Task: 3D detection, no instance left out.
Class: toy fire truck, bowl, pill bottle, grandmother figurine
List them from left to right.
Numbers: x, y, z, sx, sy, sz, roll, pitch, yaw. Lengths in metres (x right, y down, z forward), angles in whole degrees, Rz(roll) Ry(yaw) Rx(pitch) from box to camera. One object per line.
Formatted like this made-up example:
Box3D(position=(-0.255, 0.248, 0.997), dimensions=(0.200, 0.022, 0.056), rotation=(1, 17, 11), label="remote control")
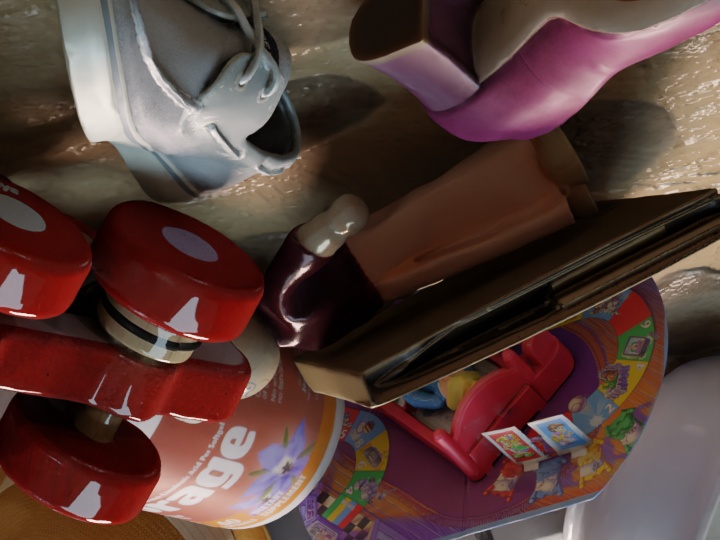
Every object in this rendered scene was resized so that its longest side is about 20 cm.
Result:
Box3D(position=(-0.143, 0.003, 1.031), dimensions=(0.200, 0.168, 0.112), rotation=(10, 117, -44), label="toy fire truck")
Box3D(position=(-0.105, 0.049, 1.209), dimensions=(0.112, 0.112, 0.200), rotation=(-21, 157, 30), label="pill bottle")
Box3D(position=(0.000, 0.000, 1.123), dimensions=(0.200, 0.061, 0.121), rotation=(-31, 150, 1), label="grandmother figurine")
Box3D(position=(0.172, 0.128, 1.490), dimensions=(0.090, 0.201, 0.201), rotation=(20, 169, 21), label="bowl")

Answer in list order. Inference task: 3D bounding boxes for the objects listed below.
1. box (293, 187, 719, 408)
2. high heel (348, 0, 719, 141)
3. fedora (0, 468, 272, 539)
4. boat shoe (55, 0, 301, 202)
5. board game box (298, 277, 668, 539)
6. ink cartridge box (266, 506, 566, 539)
Box3D(position=(0.058, 0.012, 1.139), dimensions=(0.163, 0.021, 0.200), rotation=(-27, -176, -8), label="box")
Box3D(position=(0.096, -0.092, 0.978), dimensions=(0.200, 0.068, 0.096), rotation=(-7, 156, 44), label="high heel")
Box3D(position=(-0.140, 0.156, 1.384), dimensions=(0.200, 0.201, 0.082), rotation=(-25, -164, 38), label="fedora")
Box3D(position=(-0.061, -0.075, 0.966), dimensions=(0.071, 0.070, 0.201), rotation=(-12, 166, 6), label="boat shoe")
Box3D(position=(0.044, 0.048, 1.242), dimensions=(0.200, 0.158, 0.039), rotation=(-19, 134, 27), label="board game box")
Box3D(position=(-0.001, 0.144, 1.490), dimensions=(0.147, 0.083, 0.200), rotation=(-27, 168, 40), label="ink cartridge box")
